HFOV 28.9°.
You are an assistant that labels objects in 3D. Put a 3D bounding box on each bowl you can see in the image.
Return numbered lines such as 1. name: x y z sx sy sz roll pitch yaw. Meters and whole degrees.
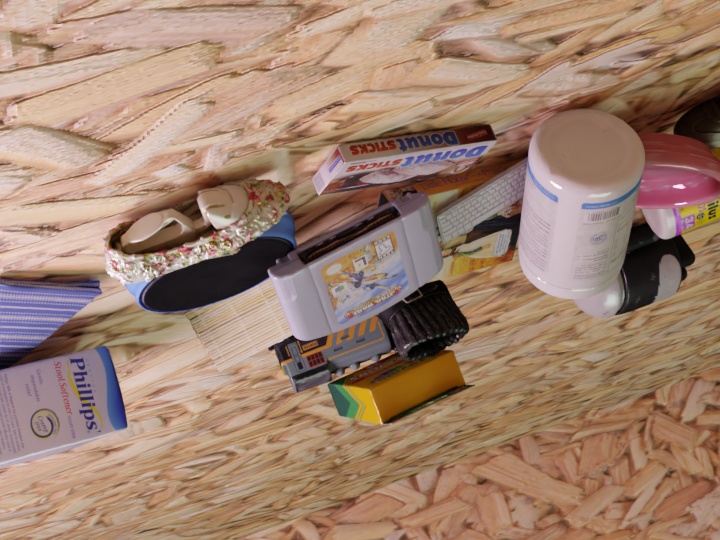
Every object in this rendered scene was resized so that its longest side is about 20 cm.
1. bowl: -0.163 -0.010 1.539 0.199 0.040 0.201 -20 163 -6

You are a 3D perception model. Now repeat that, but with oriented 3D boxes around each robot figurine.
1. robot figurine: 0.410 -0.003 2.143 0.199 0.151 0.125 -17 -161 -19

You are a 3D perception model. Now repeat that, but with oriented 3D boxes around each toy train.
1. toy train: -0.030 0.083 1.860 0.199 0.115 0.085 -20 164 -8

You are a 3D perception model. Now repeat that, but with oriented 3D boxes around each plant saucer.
1. plant saucer: 0.355 -0.124 1.721 0.199 0.051 0.201 3 168 1

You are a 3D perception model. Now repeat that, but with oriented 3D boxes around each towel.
1. towel: -0.390 0.059 1.507 0.200 0.024 0.144 -35 156 32

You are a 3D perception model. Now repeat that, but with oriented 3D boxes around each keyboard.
1. keyboard: 0.176 -0.098 1.645 0.199 0.011 0.056 -31 139 -8

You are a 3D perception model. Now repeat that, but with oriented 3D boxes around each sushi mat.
1. sushi mat: -0.112 0.042 1.686 0.199 0.096 0.012 -27 -163 13

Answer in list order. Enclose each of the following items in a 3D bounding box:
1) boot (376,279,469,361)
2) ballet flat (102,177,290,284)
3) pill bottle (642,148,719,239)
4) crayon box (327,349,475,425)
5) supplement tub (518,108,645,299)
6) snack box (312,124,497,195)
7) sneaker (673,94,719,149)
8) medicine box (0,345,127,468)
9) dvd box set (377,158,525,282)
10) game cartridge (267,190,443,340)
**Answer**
1. boot: 0.018 0.044 1.723 0.210 0.159 0.080 -18 163 -14
2. ballet flat: -0.165 -0.044 1.385 0.199 0.076 0.064 -25 147 -1
3. pill bottle: 0.479 -0.124 1.884 0.199 0.105 0.104 -22 163 -1
4. crayon box: 0.050 0.146 1.787 0.126 0.051 0.200 -23 -174 -20
5. supplement tub: 0.252 -0.076 1.615 0.131 0.132 0.201 -18 145 -13
6. snack box: 0.049 -0.119 1.495 0.199 0.024 0.072 -11 159 -32
7. sneaker: 0.475 -0.214 1.705 0.199 0.071 0.076 -20 137 1
8. medicine box: -0.398 0.170 1.625 0.199 0.104 0.182 -13 175 -30
9. dvd box set: 0.106 -0.052 1.671 0.199 0.029 0.147 -14 135 -25
10. game cartridge: 0.000 0.000 1.593 0.199 0.042 0.134 -28 135 -8
